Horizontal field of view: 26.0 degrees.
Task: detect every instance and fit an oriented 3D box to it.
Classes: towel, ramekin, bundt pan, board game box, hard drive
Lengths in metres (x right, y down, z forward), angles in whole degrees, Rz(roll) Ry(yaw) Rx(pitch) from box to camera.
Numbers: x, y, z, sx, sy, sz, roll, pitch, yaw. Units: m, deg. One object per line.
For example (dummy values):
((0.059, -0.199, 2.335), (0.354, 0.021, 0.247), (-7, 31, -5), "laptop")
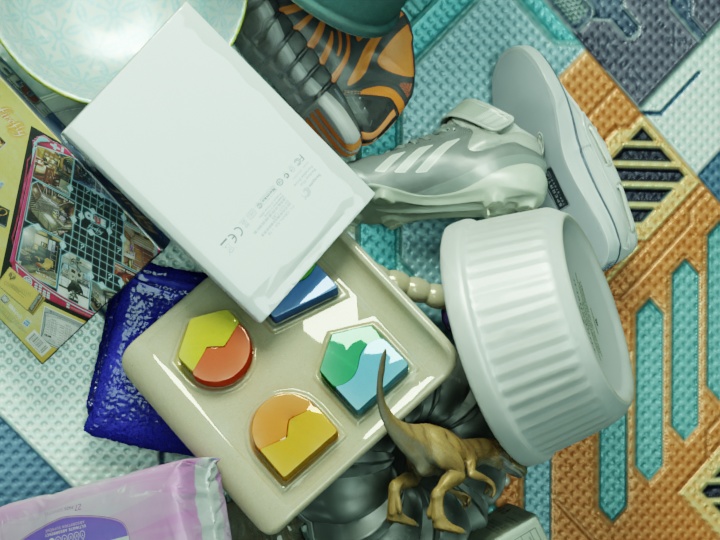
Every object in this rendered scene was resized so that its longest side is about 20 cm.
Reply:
((-0.110, 0.078, 1.242), (0.198, 0.050, 0.149), (12, 86, -14), "towel")
((0.144, 0.044, 1.220), (0.093, 0.202, 0.204), (-19, 95, 18), "ramekin")
((0.040, 0.143, 1.240), (0.200, 0.076, 0.204), (-1, 92, -31), "bundt pan")
((-0.260, -0.048, 1.181), (0.135, 0.035, 0.200), (-41, 96, 12), "board game box")
((-0.102, -0.078, 1.150), (0.200, 0.025, 0.132), (45, 80, -14), "hard drive")

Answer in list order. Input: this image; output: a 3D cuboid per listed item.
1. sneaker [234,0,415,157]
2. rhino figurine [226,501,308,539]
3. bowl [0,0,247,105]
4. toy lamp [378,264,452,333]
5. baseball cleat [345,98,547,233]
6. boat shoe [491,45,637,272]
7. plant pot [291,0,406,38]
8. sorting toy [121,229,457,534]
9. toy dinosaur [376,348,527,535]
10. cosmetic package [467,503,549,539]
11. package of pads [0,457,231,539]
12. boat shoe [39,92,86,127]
((-0.033, -0.198, 1.258), (0.112, 0.077, 0.201), (-40, 100, -22), "sneaker")
((-0.106, 0.229, 1.238), (0.198, 0.060, 0.088), (-6, 83, -17), "rhino figurine")
((-0.191, -0.218, 1.192), (0.198, 0.108, 0.202), (0, 89, -14), "bowl")
((0.000, 0.000, 1.269), (0.198, 0.058, 0.059), (20, 85, -16), "toy lamp")
((0.053, -0.087, 1.279), (0.198, 0.070, 0.107), (2, 64, -2), "baseball cleat")
((0.173, -0.096, 1.312), (0.065, 0.073, 0.202), (-21, 91, -43), "boat shoe")
((0.016, -0.314, 1.158), (0.200, 0.201, 0.196), (42, 119, -10), "plant pot")
((-0.056, 0.067, 1.177), (0.200, 0.037, 0.185), (-42, 74, -7), "sorting toy")
((0.048, 0.138, 1.171), (0.199, 0.060, 0.107), (28, 68, -46), "toy dinosaur")
((0.072, 0.287, 1.276), (0.199, 0.073, 0.104), (-27, 97, -12), "cosmetic package")
((-0.186, 0.218, 1.154), (0.198, 0.076, 0.122), (-16, 77, 21), "package of pads")
((-0.180, -0.111, 1.214), (0.198, 0.068, 0.073), (-4, 91, -14), "boat shoe")
